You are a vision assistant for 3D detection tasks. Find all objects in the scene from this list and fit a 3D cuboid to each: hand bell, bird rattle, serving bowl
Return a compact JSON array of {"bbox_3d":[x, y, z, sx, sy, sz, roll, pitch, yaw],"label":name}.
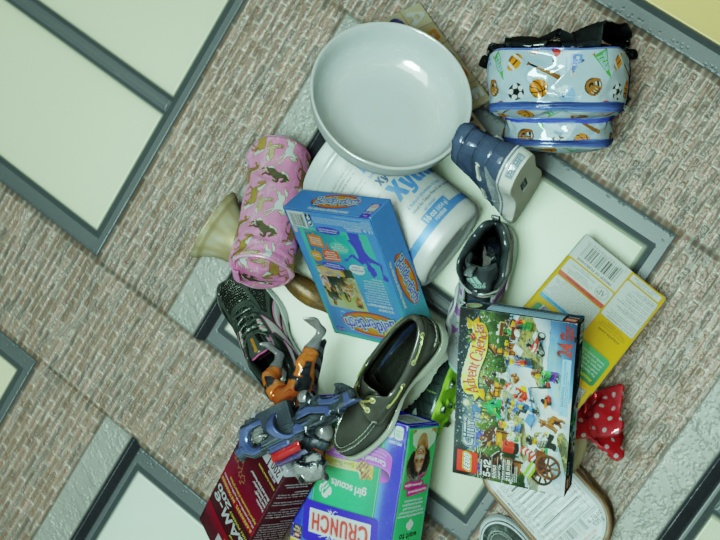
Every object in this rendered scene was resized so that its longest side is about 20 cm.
[{"bbox_3d":[-0.121,-0.005,1.359,0.199,0.104,0.105,35,100,1],"label":"hand bell"},{"bbox_3d":[0.224,0.192,1.229,0.198,0.113,0.164,31,61,9],"label":"bird rattle"},{"bbox_3d":[0.033,-0.198,1.218,0.197,0.066,0.203,3,67,-8],"label":"serving bowl"}]

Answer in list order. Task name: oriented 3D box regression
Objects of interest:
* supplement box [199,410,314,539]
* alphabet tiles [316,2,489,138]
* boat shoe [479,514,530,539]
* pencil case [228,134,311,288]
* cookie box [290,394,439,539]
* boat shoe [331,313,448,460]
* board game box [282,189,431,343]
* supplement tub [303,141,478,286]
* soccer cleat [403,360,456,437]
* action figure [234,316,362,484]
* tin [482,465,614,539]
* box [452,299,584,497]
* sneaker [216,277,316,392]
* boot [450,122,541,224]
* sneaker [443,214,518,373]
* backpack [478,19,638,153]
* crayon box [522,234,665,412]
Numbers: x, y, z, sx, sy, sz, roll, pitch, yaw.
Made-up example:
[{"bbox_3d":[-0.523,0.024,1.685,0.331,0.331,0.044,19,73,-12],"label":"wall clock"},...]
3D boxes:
[{"bbox_3d":[-0.135,0.294,1.322,0.109,0.060,0.202,51,124,40],"label":"supplement box"},{"bbox_3d":[0.065,-0.233,1.278,0.166,0.008,0.201,-30,76,-20],"label":"alphabet tiles"},{"bbox_3d":[0.203,0.410,1.269,0.073,0.068,0.202,-20,85,15],"label":"boat shoe"},{"bbox_3d":[-0.117,-0.076,1.306,0.086,0.082,0.203,-20,51,36],"label":"pencil case"},{"bbox_3d":[0.002,0.275,1.279,0.170,0.075,0.203,10,94,41],"label":"cookie box"},{"bbox_3d":[0.023,0.137,1.198,0.072,0.060,0.202,42,100,40],"label":"boat shoe"},{"bbox_3d":[0.000,0.000,1.252,0.151,0.045,0.202,11,132,42],"label":"board game box"},{"bbox_3d":[0.039,-0.087,1.278,0.199,0.132,0.133,39,100,11],"label":"supplement tub"},{"bbox_3d":[0.070,0.203,1.310,0.080,0.067,0.203,25,98,27],"label":"soccer cleat"},{"bbox_3d":[-0.057,0.160,1.218,0.198,0.104,0.196,-21,62,35],"label":"action figure"},{"bbox_3d":[0.236,0.281,1.276,0.112,0.042,0.200,-44,79,8],"label":"tin"},{"bbox_3d":[0.176,0.143,1.135,0.135,0.038,0.203,7,105,24],"label":"box"},{"bbox_3d":[-0.130,0.092,1.352,0.080,0.086,0.201,-40,79,11],"label":"sneaker"},{"bbox_3d":[0.162,-0.121,1.209,0.090,0.200,0.073,33,84,16],"label":"boot"},{"bbox_3d":[0.140,0.028,1.229,0.077,0.140,0.203,10,83,14],"label":"sneaker"},{"bbox_3d":[0.231,-0.215,1.190,0.197,0.190,0.157,-3,90,15],"label":"backpack"},{"bbox_3d":[0.258,0.068,1.205,0.125,0.052,0.200,40,64,11],"label":"crayon box"}]
